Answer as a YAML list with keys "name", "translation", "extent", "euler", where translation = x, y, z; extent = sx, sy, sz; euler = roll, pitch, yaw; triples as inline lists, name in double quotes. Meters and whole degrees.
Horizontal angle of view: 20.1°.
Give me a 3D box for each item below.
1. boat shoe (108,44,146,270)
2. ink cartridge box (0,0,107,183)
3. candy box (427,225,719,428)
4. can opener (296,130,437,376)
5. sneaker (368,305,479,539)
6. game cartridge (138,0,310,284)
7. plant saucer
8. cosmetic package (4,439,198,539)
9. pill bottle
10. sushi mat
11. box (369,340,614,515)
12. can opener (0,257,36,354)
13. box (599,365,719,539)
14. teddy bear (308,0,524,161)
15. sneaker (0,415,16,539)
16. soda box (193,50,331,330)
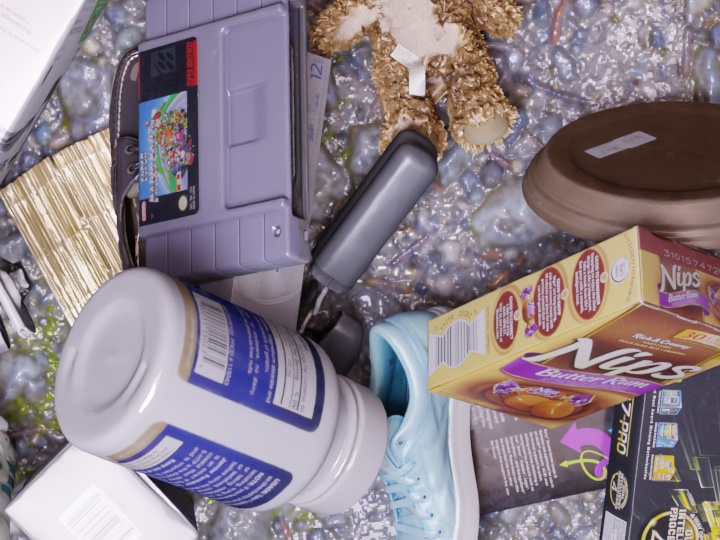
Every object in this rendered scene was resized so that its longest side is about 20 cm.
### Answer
- name: "boat shoe"
  translation: [-0.139, -0.059, 1.412]
  extent: [0.071, 0.065, 0.202]
  euler: [-1, 90, -5]
- name: "ink cartridge box"
  translation: [-0.257, -0.127, 1.377]
  extent: [0.084, 0.146, 0.201]
  euler: [31, 98, -5]
- name: "candy box"
  translation: [0.148, 0.041, 1.307]
  extent: [0.116, 0.199, 0.057]
  euler: [18, 59, -34]
- name: "can opener"
  translation: [0.000, 0.000, 1.405]
  extent: [0.067, 0.053, 0.200]
  euler: [33, 110, -11]
- name: "sneaker"
  translation: [0.029, 0.126, 1.384]
  extent: [0.081, 0.074, 0.202]
  euler: [-2, 89, -35]
- name: "game cartridge"
  translation: [-0.092, -0.095, 1.339]
  extent: [0.129, 0.038, 0.202]
  euler: [-9, 75, 31]
- name: "plant saucer"
  translation: [0.205, -0.068, 1.337]
  extent: [0.198, 0.200, 0.030]
  euler: [-3, 117, 3]
- name: "cosmetic package"
  translation: [-0.173, 0.162, 1.378]
  extent: [0.090, 0.200, 0.107]
  euler: [-45, 95, -2]
- name: "pill bottle"
  translation: [-0.083, 0.086, 1.290]
  extent: [0.199, 0.120, 0.120]
  euler: [26, 99, -37]
- name: "sushi mat"
  translation: [-0.173, 0.006, 1.456]
  extent: [0.095, 0.012, 0.201]
  euler: [-27, 95, 5]
- name: "box"
  translation: [0.118, 0.093, 1.442]
  extent: [0.198, 0.036, 0.144]
  euler: [-12, 97, 5]
- name: "can opener"
  translation: [-0.268, -0.038, 1.291]
  extent: [0.067, 0.053, 0.201]
  euler: [-28, 99, 2]
- name: "box"
  translation: [0.252, 0.121, 1.407]
  extent: [0.160, 0.049, 0.202]
  euler: [3, 97, -22]
- name: "teddy bear"
  translation: [0.042, -0.169, 1.407]
  extent: [0.144, 0.067, 0.201]
  euler: [-30, 101, 15]
- name: "sneaker"
  translation: [-0.271, 0.145, 1.388]
  extent: [0.070, 0.200, 0.094]
  euler: [3, 91, -8]
- name: "soda box"
  translation: [-0.075, -0.053, 1.382]
  extent: [0.068, 0.063, 0.202]
  euler: [2, 82, 46]
